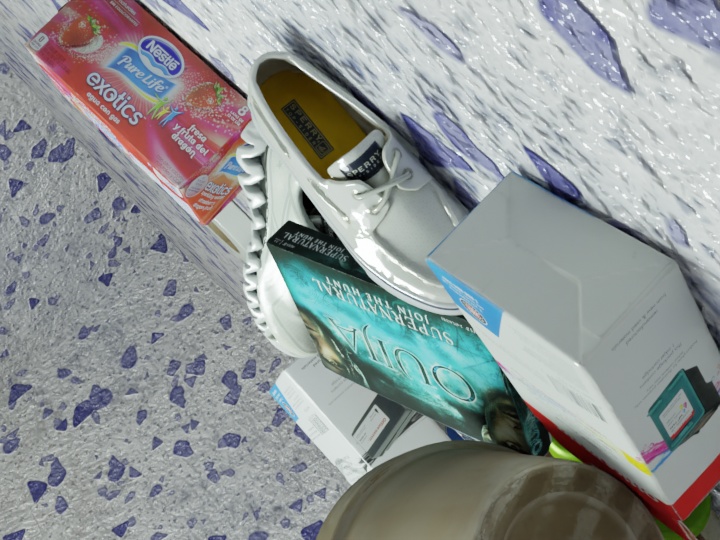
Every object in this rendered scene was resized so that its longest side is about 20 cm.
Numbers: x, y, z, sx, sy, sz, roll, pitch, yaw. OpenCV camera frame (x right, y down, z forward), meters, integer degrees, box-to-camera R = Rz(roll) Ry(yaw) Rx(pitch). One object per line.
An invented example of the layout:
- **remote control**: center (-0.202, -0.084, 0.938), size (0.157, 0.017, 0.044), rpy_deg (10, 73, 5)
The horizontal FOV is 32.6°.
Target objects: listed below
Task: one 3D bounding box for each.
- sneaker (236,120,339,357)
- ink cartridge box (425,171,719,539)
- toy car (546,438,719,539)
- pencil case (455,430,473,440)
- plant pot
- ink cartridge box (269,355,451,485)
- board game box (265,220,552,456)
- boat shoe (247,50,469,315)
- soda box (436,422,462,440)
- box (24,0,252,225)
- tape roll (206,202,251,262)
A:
- **sneaker**: center (-0.041, -0.017, 0.915), size (0.081, 0.075, 0.200), rpy_deg (20, 128, 37)
- **ink cartridge box**: center (0.129, 0.052, 0.638), size (0.116, 0.067, 0.200), rpy_deg (37, 169, 45)
- **toy car**: center (0.147, 0.211, 0.892), size (0.158, 0.200, 0.164), rpy_deg (40, 171, 28)
- **pencil case**: center (0.121, 0.136, 1.067), size (0.089, 0.078, 0.200), rpy_deg (11, 154, 33)
- **plant pot**: center (0.083, 0.183, 0.704), size (0.200, 0.200, 0.174), rpy_deg (44, 155, 2)
- **ink cartridge box**: center (0.009, 0.160, 1.226), size (0.200, 0.084, 0.145), rpy_deg (48, 164, 3)
- **board game box**: center (0.032, 0.048, 0.833), size (0.200, 0.028, 0.135), rpy_deg (21, 146, 40)
- **boat shoe**: center (0.005, -0.055, 0.730), size (0.200, 0.071, 0.070), rpy_deg (49, 176, 11)
- **soda box**: center (0.139, 0.186, 1.235), size (0.200, 0.068, 0.064), rpy_deg (40, 170, 27)
- **box**: center (-0.178, -0.146, 1.057), size (0.200, 0.095, 0.100), rpy_deg (42, 171, 16)
- **tape roll**: center (-0.196, -0.074, 1.745), size (0.203, 0.037, 0.203), rpy_deg (44, 172, 8)
